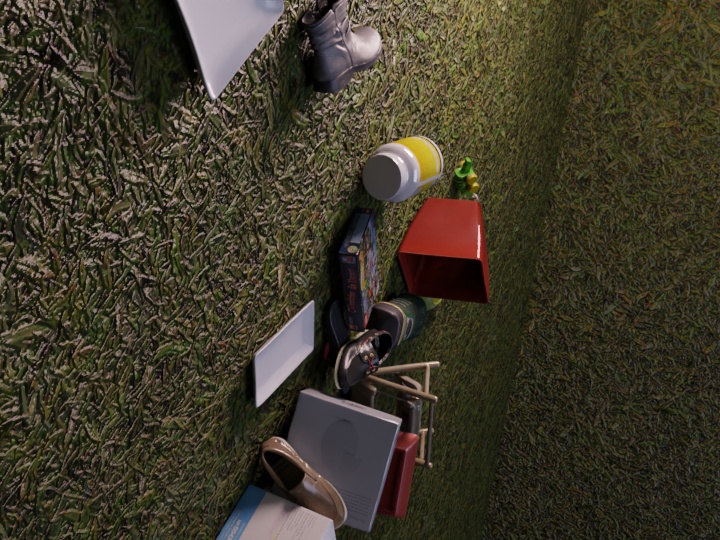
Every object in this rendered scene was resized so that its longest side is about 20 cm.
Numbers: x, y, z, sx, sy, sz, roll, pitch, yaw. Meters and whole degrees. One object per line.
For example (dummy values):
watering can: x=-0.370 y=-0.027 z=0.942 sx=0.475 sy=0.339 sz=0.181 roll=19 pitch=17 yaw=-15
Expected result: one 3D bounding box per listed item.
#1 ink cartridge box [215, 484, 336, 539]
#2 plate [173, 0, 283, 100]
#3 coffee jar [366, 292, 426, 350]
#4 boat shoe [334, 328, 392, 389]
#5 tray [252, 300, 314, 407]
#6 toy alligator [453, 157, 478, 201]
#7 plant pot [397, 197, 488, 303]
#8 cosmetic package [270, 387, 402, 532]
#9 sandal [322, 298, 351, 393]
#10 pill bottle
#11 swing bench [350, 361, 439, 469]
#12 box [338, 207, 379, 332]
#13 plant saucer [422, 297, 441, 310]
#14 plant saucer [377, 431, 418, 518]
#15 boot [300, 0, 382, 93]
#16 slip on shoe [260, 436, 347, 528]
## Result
ink cartridge box: x=-0.133 y=0.494 z=1.473 sx=0.126 sy=0.196 sz=0.130 roll=-55 pitch=151 yaw=-38
plate: x=-0.172 y=-0.355 z=1.046 sx=0.202 sy=0.032 sz=0.202 roll=-60 pitch=154 yaw=-31
coffee jar: x=0.078 y=0.116 z=1.891 sx=0.199 sy=0.084 sz=0.107 roll=-15 pitch=122 yaw=-66
boat shoe: x=0.006 y=0.173 z=1.672 sx=0.201 sy=0.062 sz=0.076 roll=-40 pitch=126 yaw=-59
tray: x=-0.137 y=0.141 z=1.468 sx=0.200 sy=0.022 sz=0.110 roll=-44 pitch=144 yaw=-52
toy alligator: x=0.275 y=-0.224 z=2.198 sx=0.053 sy=0.060 sz=0.201 roll=-27 pitch=150 yaw=-1
plant pot: x=0.212 y=-0.058 z=1.984 sx=0.201 sy=0.195 sz=0.180 roll=68 pitch=33 yaw=-57
cosmetic package: x=-0.042 y=0.350 z=1.575 sx=0.123 sy=0.195 sz=0.205 roll=45 pitch=62 yaw=-83
sandal: x=-0.050 y=0.149 z=1.674 sx=0.075 sy=0.044 sz=0.204 roll=-49 pitch=134 yaw=-56
pill bottle: x=0.081 y=-0.199 z=1.658 sx=0.199 sy=0.110 sz=0.115 roll=-29 pitch=131 yaw=-61
swing bench: x=0.067 y=0.306 z=1.822 sx=0.131 sy=0.195 sz=0.203 roll=-78 pitch=170 yaw=-58
box: x=0.000 y=0.000 z=1.651 sx=0.138 sy=0.037 sz=0.203 roll=-71 pitch=162 yaw=-46
plant saucer: x=0.203 y=0.013 z=2.202 sx=0.200 sy=0.030 sz=0.204 roll=-47 pitch=145 yaw=-49
plant saucer: x=0.013 y=0.427 z=1.785 sx=0.037 sy=0.195 sz=0.205 roll=-57 pitch=157 yaw=-72
boot: x=-0.023 y=-0.385 z=1.347 sx=0.201 sy=0.068 sz=0.134 roll=-58 pitch=148 yaw=-45
slip on shoe: x=-0.103 y=0.380 z=1.487 sx=0.076 sy=0.201 sz=0.061 roll=-40 pitch=176 yaw=2
